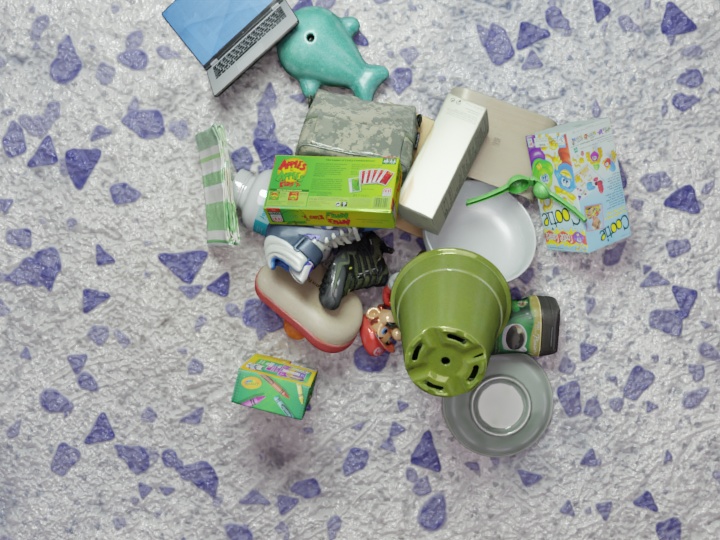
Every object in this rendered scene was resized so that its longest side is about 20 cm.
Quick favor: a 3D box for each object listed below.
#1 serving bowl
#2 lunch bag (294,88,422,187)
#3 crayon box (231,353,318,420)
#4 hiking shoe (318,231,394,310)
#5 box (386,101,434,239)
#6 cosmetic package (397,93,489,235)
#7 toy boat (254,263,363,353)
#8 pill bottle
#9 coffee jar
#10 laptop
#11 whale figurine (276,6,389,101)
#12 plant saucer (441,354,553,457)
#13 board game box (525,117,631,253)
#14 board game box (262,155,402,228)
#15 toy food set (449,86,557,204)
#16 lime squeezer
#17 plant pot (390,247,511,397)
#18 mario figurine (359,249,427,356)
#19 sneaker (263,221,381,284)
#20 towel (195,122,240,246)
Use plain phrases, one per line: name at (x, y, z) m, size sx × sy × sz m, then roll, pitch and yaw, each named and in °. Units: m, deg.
serving bowl at (0.196, -0.052, 1.469) m, size 0.199 × 0.066 × 0.201 m, roll 5°, pitch 62°, yaw -10°
lunch bag at (-0.002, -0.215, 1.428) m, size 0.199 × 0.140 × 0.168 m, roll 11°, pitch 60°, yaw -1°
crayon box at (-0.140, 0.191, 1.442) m, size 0.118 × 0.200 × 0.059 m, roll 14°, pitch 92°, yaw 1°
hiking shoe at (0.000, 0.000, 1.447) m, size 0.100 × 0.200 × 0.076 m, roll 29°, pitch 136°, yaw -3°
box at (0.083, -0.174, 1.510) m, size 0.163 × 0.021 × 0.201 m, roll 22°, pitch 93°, yaw 0°
cosmetic package at (0.133, -0.169, 1.385) m, size 0.071 × 0.105 × 0.201 m, roll 25°, pitch 81°, yaw 15°
toy boat at (-0.095, 0.070, 1.485) m, size 0.200 × 0.130 × 0.131 m, roll 39°, pitch 133°, yaw 15°
pill bottle at (-0.127, -0.102, 1.474) m, size 0.199 × 0.111 × 0.111 m, roll 24°, pitch 93°, yaw 0°
coffee jar at (0.243, 0.097, 1.482) m, size 0.199 × 0.085 × 0.105 m, roll -1°, pitch 116°, yaw 2°
laptop at (-0.224, -0.425, 1.452) m, size 0.187 × 0.200 × 0.116 m, roll -40°, pitch 124°, yaw 10°
whale figurine at (-0.050, -0.364, 1.463) m, size 0.200 × 0.104 × 0.159 m, roll 35°, pitch 92°, yaw 2°
plant saucer at (0.243, 0.234, 1.512) m, size 0.199 × 0.050 × 0.201 m, roll 0°, pitch 93°, yaw 2°
board game box at (0.362, -0.141, 1.434) m, size 0.104 × 0.103 × 0.201 m, roll -20°, pitch 103°, yaw -26°
board game box at (-0.041, -0.122, 1.327) m, size 0.199 × 0.048 × 0.102 m, roll 3°, pitch 60°, yaw 12°
toy food set at (0.228, -0.214, 1.481) m, size 0.199 × 0.060 × 0.144 m, roll 19°, pitch 86°, yaw -1°
lime squeezer at (0.277, -0.125, 1.409) m, size 0.199 × 0.071 × 0.038 m, roll 11°, pitch 136°, yaw 21°
plant pot at (0.137, 0.094, 1.331) m, size 0.199 × 0.190 × 0.201 m, roll 3°, pitch 116°, yaw 6°
mario figurine at (0.082, 0.070, 1.481) m, size 0.123 × 0.106 × 0.200 m, roll 39°, pitch 91°, yaw 0°
sneaker at (-0.055, -0.041, 1.363) m, size 0.199 × 0.081 × 0.147 m, roll 7°, pitch 69°, yaw 7°
towel at (-0.247, -0.140, 1.460) m, size 0.023 × 0.152 × 0.201 m, roll -9°, pitch 94°, yaw -24°
